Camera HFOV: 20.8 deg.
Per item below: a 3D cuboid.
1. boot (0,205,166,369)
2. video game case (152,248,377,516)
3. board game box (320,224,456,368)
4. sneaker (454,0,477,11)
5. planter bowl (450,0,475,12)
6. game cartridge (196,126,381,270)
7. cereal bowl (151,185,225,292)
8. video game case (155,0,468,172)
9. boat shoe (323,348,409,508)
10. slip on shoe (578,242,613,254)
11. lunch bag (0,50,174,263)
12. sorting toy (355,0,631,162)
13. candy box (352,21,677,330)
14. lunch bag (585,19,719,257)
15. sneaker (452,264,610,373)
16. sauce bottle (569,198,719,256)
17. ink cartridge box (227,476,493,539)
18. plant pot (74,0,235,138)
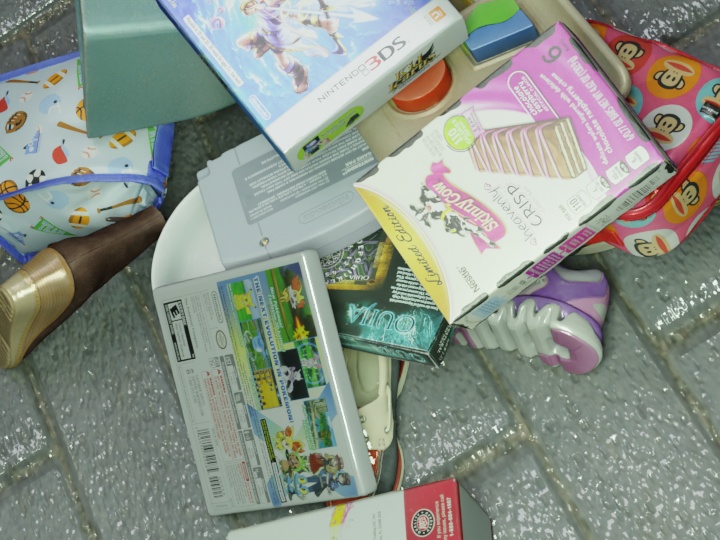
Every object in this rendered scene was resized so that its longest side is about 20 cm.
[{"bbox_3d":[-0.265,0.016,1.802,0.166,0.200,0.072,-29,85,-26],"label":"boot"},{"bbox_3d":[-0.081,0.095,1.603,0.182,0.022,0.200,-13,91,41],"label":"video game case"},{"bbox_3d":[0.000,0.000,1.612,0.200,0.028,0.135,11,65,31],"label":"board game box"},{"bbox_3d":[0.094,-0.252,1.810,0.200,0.074,0.116,-6,40,33],"label":"sneaker"},{"bbox_3d":[0.024,-0.165,1.748,0.200,0.083,0.201,1,85,-9],"label":"planter bowl"},{"bbox_3d":[-0.034,-0.075,1.637,0.200,0.040,0.133,-26,47,8],"label":"game cartridge"},{"bbox_3d":[-0.079,0.000,1.724,0.200,0.083,0.200,-13,57,20],"label":"cereal bowl"},{"bbox_3d":[-0.043,-0.211,1.588,0.181,0.045,0.200,-38,69,-4],"label":"video game case"},{"bbox_3d":[-0.001,0.121,1.622,0.071,0.063,0.200,-3,61,24],"label":"boat shoe"},{"bbox_3d":[0.148,-0.062,1.655,0.200,0.061,0.076,6,64,23],"label":"slip on shoe"},{"bbox_3d":[-0.260,-0.116,1.865,0.200,0.124,0.170,-17,53,26],"label":"lunch bag"},{"bbox_3d":[0.094,-0.146,1.562,0.200,0.036,0.185,-36,46,5],"label":"sorting toy"},{"bbox_3d":[0.114,-0.069,1.457,0.200,0.061,0.136,-39,74,12],"label":"candy box"},{"bbox_3d":[0.195,-0.097,1.545,0.200,0.082,0.176,29,76,42],"label":"lunch bag"},{"bbox_3d":[0.122,0.017,1.620,0.200,0.081,0.089,15,62,28],"label":"sneaker"},{"bbox_3d":[0.247,-0.068,1.592,0.200,0.065,0.065,-24,52,0],"label":"sauce bottle"},{"bbox_3d":[0.001,0.260,1.521,0.200,0.083,0.146,-15,56,18],"label":"ink cartridge box"},{"bbox_3d":[-0.155,-0.251,1.753,0.200,0.196,0.196,-4,67,-8],"label":"plant pot"}]
